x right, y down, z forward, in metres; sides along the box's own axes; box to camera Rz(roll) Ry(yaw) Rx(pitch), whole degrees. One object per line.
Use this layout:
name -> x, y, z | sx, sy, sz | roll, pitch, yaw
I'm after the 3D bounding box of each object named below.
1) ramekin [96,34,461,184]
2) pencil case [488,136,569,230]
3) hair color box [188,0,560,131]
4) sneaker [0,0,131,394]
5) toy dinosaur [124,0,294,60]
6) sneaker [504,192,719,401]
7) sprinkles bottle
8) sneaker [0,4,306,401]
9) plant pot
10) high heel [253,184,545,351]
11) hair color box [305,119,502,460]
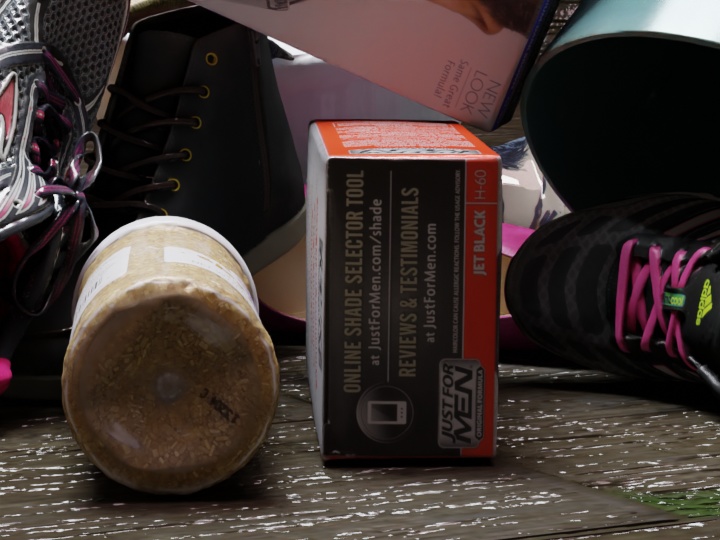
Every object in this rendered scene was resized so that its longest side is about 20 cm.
ramekin -> -0.038, -0.114, 1.324 | 0.199, 0.098, 0.201 | -2, 39, 2
pencil case -> 0.004, -0.027, 1.354 | 0.198, 0.078, 0.090 | 0, 39, 3
hair color box -> -0.015, -0.143, 1.090 | 0.199, 0.110, 0.065 | 24, 11, 5
sneaker -> -0.125, -0.032, 1.033 | 0.074, 0.201, 0.081 | 2, -31, 34
toy dinosaur -> -0.042, -0.165, 1.246 | 0.199, 0.106, 0.182 | -12, 20, 5
sneaker -> 0.132, 0.011, 1.031 | 0.199, 0.074, 0.087 | 9, 4, 31
sprinkles bottle -> -0.065, 0.025, 0.948 | 0.068, 0.069, 0.200 | -1, 7, -4
sneaker -> -0.092, -0.031, 1.110 | 0.074, 0.107, 0.200 | 4, 27, 26
plant pot -> 0.186, -0.087, 1.103 | 0.200, 0.161, 0.201 | 26, -23, 12
high heel -> 0.000, 0.000, 1.189 | 0.199, 0.068, 0.096 | 14, -3, 7
hair color box -> 0.012, 0.001, 1.005 | 0.061, 0.102, 0.200 | 1, 7, -2
